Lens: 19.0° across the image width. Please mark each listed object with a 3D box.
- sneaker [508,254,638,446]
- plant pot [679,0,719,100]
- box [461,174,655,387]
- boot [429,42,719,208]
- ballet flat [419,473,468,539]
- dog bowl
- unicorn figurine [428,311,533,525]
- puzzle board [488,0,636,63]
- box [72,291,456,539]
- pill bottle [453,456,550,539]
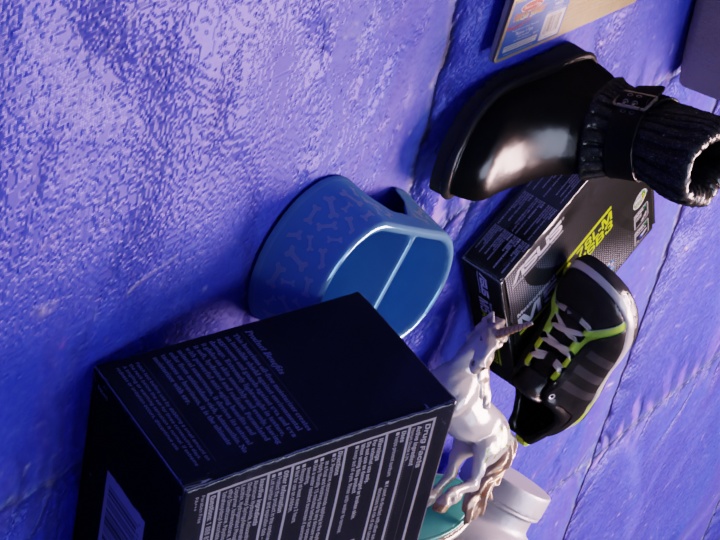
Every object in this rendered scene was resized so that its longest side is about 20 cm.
[{"bbox_3d":[0.165,0.076,1.734,0.083,0.072,0.200,-35,150,-34],"label":"sneaker"},{"bbox_3d":[0.395,-0.243,1.761,0.200,0.200,0.177,-41,141,-31],"label":"plant pot"},{"bbox_3d":[0.166,-0.025,1.749,0.200,0.047,0.193,-48,157,-18],"label":"box"},{"bbox_3d":[0.164,-0.084,1.534,0.211,0.158,0.079,-36,149,-40],"label":"boot"},{"bbox_3d":[0.012,0.222,1.756,0.200,0.069,0.069,-24,141,-44],"label":"ballet flat"},{"bbox_3d":[0.000,0.000,1.461,0.112,0.050,0.200,-62,156,10],"label":"dog bowl"},{"bbox_3d":[0.079,0.114,1.711,0.137,0.074,0.200,-46,151,-13],"label":"unicorn figurine"},{"bbox_3d":[0.164,-0.237,1.524,0.200,0.017,0.151,-27,144,-47],"label":"puzzle board"},{"bbox_3d":[-0.067,0.142,1.365,0.198,0.123,0.200,-15,136,-31],"label":"box"},{"bbox_3d":[0.080,0.262,1.858,0.200,0.112,0.112,-59,156,6],"label":"pill bottle"}]
